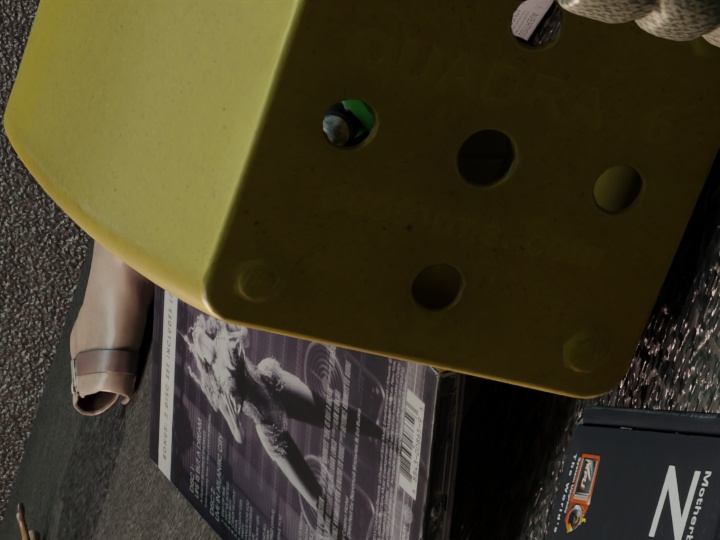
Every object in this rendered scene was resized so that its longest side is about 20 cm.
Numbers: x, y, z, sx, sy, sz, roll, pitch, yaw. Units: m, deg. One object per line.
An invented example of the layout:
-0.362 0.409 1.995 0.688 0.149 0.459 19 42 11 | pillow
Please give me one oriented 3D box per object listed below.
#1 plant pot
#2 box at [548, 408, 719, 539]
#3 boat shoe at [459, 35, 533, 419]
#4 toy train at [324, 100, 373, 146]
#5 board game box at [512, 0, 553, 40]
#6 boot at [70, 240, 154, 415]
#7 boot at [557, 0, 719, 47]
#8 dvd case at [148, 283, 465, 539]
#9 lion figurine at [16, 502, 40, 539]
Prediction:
0.017 -0.069 0.826 0.177 0.199 0.201 -113 40 -60 | plant pot
0.064 0.132 0.565 0.161 0.049 0.201 177 109 -77 | box
0.022 -0.001 1.015 0.200 0.076 0.072 -60 10 19 | boat shoe
0.008 -0.091 1.027 0.056 0.042 0.200 -36 15 16 | toy train
0.065 -0.175 1.145 0.126 0.034 0.201 123 160 -62 | board game box
-0.194 0.033 2.196 0.200 0.070 0.147 125 153 -65 | boot
0.110 -0.105 0.425 0.072 0.154 0.201 125 159 -61 | boot
-0.025 0.053 0.968 0.200 0.016 0.149 41 135 48 | dvd case
-0.362 0.334 2.598 0.123 0.072 0.201 -122 52 -67 | lion figurine
